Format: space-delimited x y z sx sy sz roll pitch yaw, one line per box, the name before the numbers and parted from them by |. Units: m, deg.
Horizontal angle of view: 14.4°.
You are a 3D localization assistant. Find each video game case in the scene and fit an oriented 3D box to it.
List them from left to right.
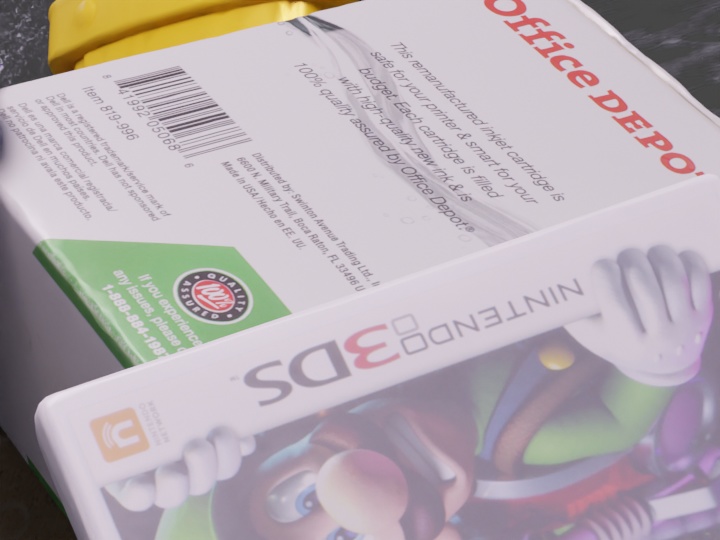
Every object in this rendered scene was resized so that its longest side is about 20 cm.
video game case | 0.045 0.086 0.641 0.181 0.201 0.023 -18 -26 -16

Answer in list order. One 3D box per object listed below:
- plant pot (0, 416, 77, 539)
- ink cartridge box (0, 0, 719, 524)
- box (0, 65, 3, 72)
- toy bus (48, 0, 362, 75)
plant pot | -0.154 0.097 0.870 0.199 0.201 0.177 -20 24 -26
ink cartridge box | 0.000 0.000 0.790 0.199 0.083 0.147 -16 42 -27
box | -0.190 -0.035 0.775 0.199 0.042 0.119 -11 25 40
toy bus | -0.012 0.007 0.976 0.135 0.193 0.200 -13 -29 27
